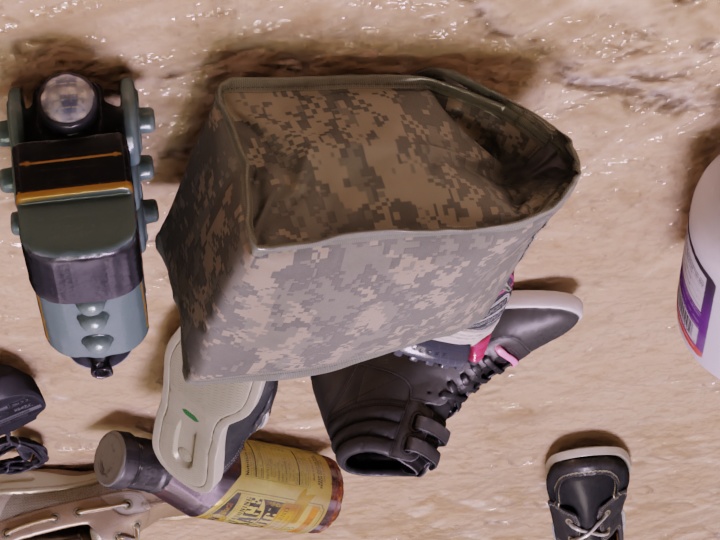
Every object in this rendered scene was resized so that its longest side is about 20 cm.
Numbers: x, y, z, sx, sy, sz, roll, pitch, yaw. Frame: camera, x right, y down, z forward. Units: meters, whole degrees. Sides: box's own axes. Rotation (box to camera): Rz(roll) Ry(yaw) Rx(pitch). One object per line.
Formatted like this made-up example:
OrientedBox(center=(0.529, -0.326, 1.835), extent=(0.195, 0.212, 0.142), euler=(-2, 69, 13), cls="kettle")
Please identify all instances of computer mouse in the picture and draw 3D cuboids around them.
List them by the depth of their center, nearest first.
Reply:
OrientedBox(center=(-0.244, 0.101, 1.515), extent=(0.058, 0.034, 0.200), euler=(-22, 162, -10), cls="computer mouse")

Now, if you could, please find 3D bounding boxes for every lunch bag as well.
OrientedBox(center=(0.006, -0.025, 1.201), extent=(0.198, 0.118, 0.164), euler=(-4, 153, -20), cls="lunch bag")

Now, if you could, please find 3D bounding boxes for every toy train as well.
OrientedBox(center=(-0.147, -0.021, 1.172), extent=(0.085, 0.115, 0.200), euler=(-5, 155, -6), cls="toy train")

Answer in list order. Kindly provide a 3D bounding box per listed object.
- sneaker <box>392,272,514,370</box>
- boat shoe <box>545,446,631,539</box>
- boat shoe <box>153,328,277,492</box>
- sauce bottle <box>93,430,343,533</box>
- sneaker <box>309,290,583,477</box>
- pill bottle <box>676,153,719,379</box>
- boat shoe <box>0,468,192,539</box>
OrientedBox(center=(0.000, 0.000, 1.326), extent=(0.199, 0.081, 0.075), euler=(8, 122, -31), cls="sneaker")
OrientedBox(center=(0.188, 0.194, 1.794), extent=(0.071, 0.068, 0.200), euler=(-7, 154, 2), cls="boat shoe")
OrientedBox(center=(-0.086, 0.069, 1.450), extent=(0.068, 0.072, 0.200), euler=(-41, 165, -34), cls="boat shoe")
OrientedBox(center=(-0.104, 0.152, 1.618), extent=(0.199, 0.066, 0.066), euler=(13, 148, -37), cls="sauce bottle")
OrientedBox(center=(0.062, 0.081, 1.474), extent=(0.199, 0.100, 0.071), euler=(-18, 152, 18), cls="sneaker")
OrientedBox(center=(0.248, -0.013, 1.313), extent=(0.110, 0.112, 0.200), euler=(-8, 156, 0), cls="pill bottle")
OrientedBox(center=(-0.191, 0.184, 1.656), extent=(0.198, 0.065, 0.072), euler=(-1, 154, -15), cls="boat shoe")
